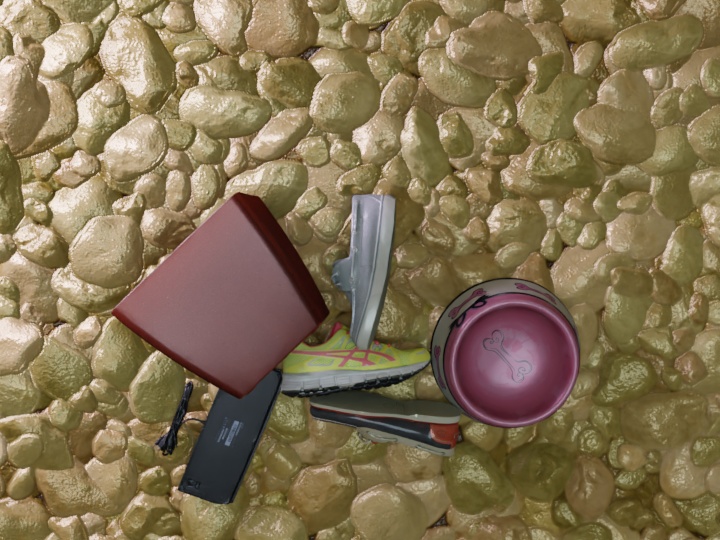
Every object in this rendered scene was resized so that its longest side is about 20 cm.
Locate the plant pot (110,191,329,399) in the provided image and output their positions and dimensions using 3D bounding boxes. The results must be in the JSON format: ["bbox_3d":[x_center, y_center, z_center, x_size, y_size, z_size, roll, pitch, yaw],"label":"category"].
[{"bbox_3d":[-0.148,0.040,1.309,0.200,0.200,0.176,-43,90,3],"label":"plant pot"}]

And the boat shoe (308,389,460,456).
[{"bbox_3d":[0.030,0.199,1.414,0.200,0.071,0.063,7,109,0],"label":"boat shoe"}]

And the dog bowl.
[{"bbox_3d":[0.193,0.113,1.407,0.200,0.074,0.200,0,97,-2],"label":"dog bowl"}]

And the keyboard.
[{"bbox_3d":[-0.192,0.203,1.429,0.127,0.021,0.200,22,95,-11],"label":"keyboard"}]

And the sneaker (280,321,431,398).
[{"bbox_3d":[-0.006,0.108,1.399,0.200,0.078,0.090,-5,74,-13],"label":"sneaker"}]

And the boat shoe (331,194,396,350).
[{"bbox_3d":[0.000,-0.001,1.379,0.071,0.070,0.201,8,78,6],"label":"boat shoe"}]
